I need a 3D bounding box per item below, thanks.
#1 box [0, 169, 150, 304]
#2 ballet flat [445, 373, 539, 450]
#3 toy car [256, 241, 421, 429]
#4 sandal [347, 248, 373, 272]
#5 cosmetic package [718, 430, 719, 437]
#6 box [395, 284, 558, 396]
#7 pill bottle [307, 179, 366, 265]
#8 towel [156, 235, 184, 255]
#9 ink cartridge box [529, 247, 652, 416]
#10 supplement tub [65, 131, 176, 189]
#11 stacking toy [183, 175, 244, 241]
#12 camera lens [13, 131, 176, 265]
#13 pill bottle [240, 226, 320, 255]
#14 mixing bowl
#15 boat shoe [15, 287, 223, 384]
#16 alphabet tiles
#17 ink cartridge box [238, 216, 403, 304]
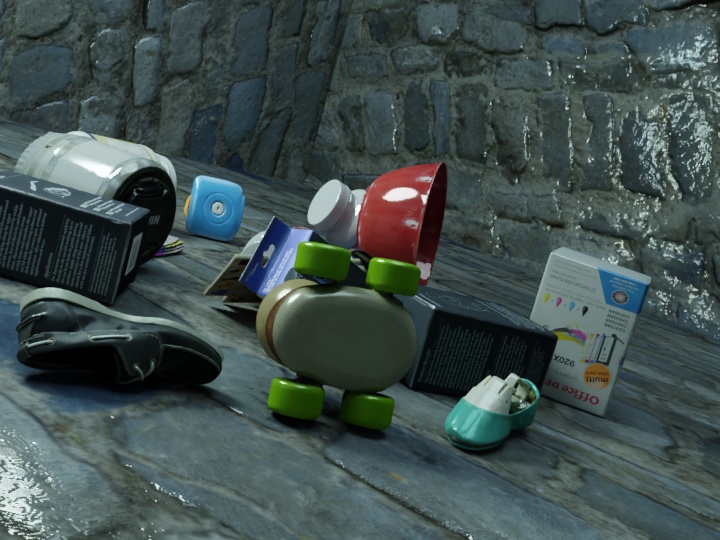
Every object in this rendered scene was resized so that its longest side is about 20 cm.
[{"bbox_3d":[-0.378,-0.046,1.149,0.197,0.106,0.148,15,8,-6],"label":"box"},{"bbox_3d":[0.151,0.150,1.040,0.067,0.071,0.199,21,9,26],"label":"ballet flat"},{"bbox_3d":[-0.046,0.061,0.978,0.156,0.167,0.199,13,-2,-26],"label":"toy car"},{"bbox_3d":[0.001,0.000,1.312,0.198,0.058,0.080,16,30,7],"label":"sandal"},{"bbox_3d":[0.666,0.192,1.348,0.164,0.203,0.167,13,10,-25],"label":"cosmetic package"},{"bbox_3d":[0.133,0.096,1.233,0.198,0.108,0.148,14,9,-25],"label":"box"},{"bbox_3d":[0.014,-0.062,1.513,0.199,0.110,0.109,33,-1,-30],"label":"pill bottle"},{"bbox_3d":[-0.382,-0.055,1.497,0.142,0.023,0.200,19,8,9],"label":"towel"},{"bbox_3d":[0.326,0.086,1.363,0.146,0.203,0.144,19,10,16],"label":"ink cartridge box"},{"bbox_3d":[-0.442,-0.161,1.650,0.143,0.146,0.199,22,10,37],"label":"supplement tub"},{"bbox_3d":[-0.320,-0.122,1.880,0.108,0.118,0.199,13,-5,-27],"label":"stacking toy"},{"bbox_3d":[-0.377,-0.101,1.323,0.198,0.162,0.159,20,9,25],"label":"camera lens"},{"bbox_3d":[-0.119,-0.008,1.409,0.109,0.112,0.200,18,8,10],"label":"pill bottle"},{"bbox_3d":[0.057,-0.071,1.386,0.107,0.203,0.200,11,7,12],"label":"mixing bowl"},{"bbox_3d":[-0.217,0.079,0.850,0.198,0.072,0.068,20,41,-33],"label":"boat shoe"},{"bbox_3d":[-0.112,0.014,1.226,0.165,0.008,0.200,1,-17,-23],"label":"alphabet tiles"},{"bbox_3d":[-0.043,0.027,1.120,0.199,0.100,0.039,37,-26,-23],"label":"ink cartridge box"}]
